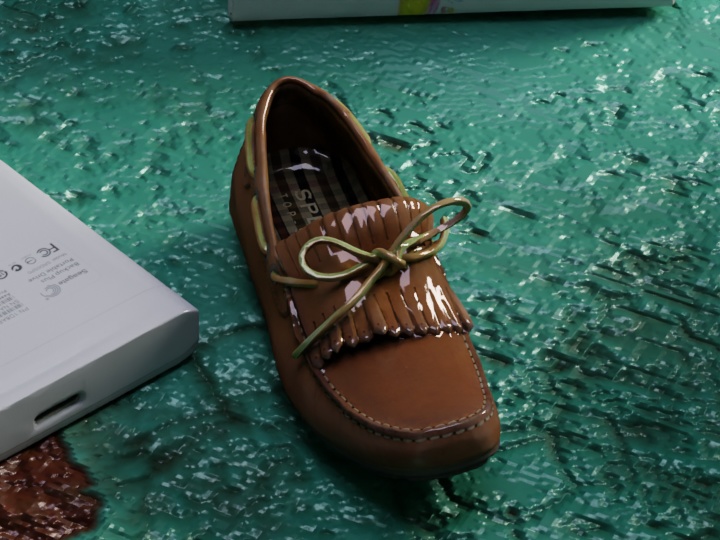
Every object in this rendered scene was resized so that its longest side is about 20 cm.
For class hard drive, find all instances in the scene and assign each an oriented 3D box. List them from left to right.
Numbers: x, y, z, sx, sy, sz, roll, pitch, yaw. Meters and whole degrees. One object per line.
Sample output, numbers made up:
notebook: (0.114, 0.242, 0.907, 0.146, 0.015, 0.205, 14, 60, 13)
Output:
hard drive: (-0.174, 0.001, 1.118, 0.132, 0.027, 0.200, -29, 48, -32)

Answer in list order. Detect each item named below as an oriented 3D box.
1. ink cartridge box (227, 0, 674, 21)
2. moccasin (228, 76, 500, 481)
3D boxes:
ink cartridge box: (0.036, -0.185, 1.314, 0.199, 0.086, 0.148, -3, 39, -3)
moccasin: (0.002, 0.000, 1.082, 0.073, 0.078, 0.202, -7, 39, -10)
